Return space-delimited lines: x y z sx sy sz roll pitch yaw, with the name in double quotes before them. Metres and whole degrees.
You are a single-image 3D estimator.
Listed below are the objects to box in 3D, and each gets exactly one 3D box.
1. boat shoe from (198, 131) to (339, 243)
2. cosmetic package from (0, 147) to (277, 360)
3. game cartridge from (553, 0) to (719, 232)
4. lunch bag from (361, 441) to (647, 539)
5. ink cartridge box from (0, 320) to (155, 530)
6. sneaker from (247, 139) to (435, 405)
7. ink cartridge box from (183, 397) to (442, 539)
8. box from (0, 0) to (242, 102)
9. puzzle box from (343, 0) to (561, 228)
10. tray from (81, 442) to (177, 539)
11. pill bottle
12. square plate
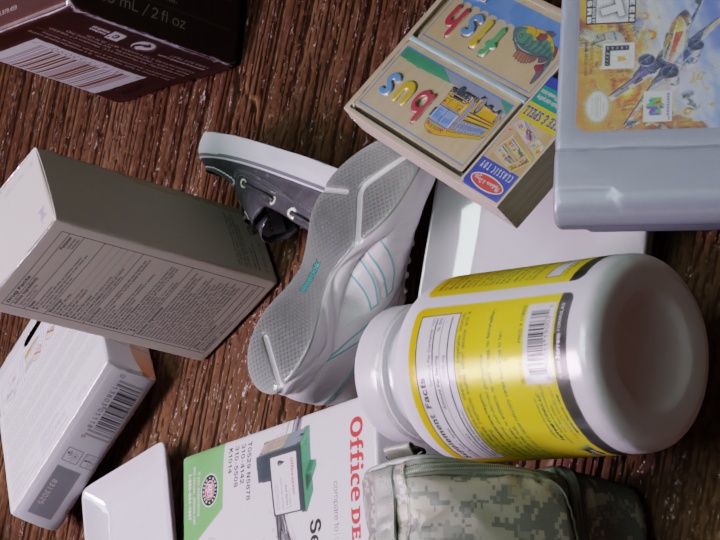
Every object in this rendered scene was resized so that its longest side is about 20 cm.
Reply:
"boat shoe" -0.054 -0.051 1.565 0.199 0.070 0.067 20 90 43
"cosmetic package" -0.172 -0.008 1.576 0.104 0.199 0.073 -45 47 29
"game cartridge" 0.183 -0.122 1.285 0.132 0.042 0.201 -2 72 19
"lunch bag" 0.071 0.209 1.245 0.139 0.167 0.201 -20 63 44
"ink cartridge box" -0.233 0.087 1.753 0.163 0.050 0.200 -56 25 21
"sneaker" 0.000 0.000 1.471 0.070 0.080 0.201 34 97 47
"ink cartridge box" -0.024 0.174 1.432 0.200 0.084 0.147 -23 61 43
"box" -0.200 -0.260 1.723 0.164 0.165 0.201 -10 70 48
"puzzle box" 0.083 -0.115 1.395 0.133 0.025 0.200 -50 37 -3
"tray" -0.163 0.239 1.620 0.107 0.022 0.201 -31 55 38
"pill bottle" 0.094 0.055 1.274 0.199 0.112 0.113 -8 71 46
"square plate" 0.117 -0.019 1.381 0.198 0.028 0.201 -1 77 50
